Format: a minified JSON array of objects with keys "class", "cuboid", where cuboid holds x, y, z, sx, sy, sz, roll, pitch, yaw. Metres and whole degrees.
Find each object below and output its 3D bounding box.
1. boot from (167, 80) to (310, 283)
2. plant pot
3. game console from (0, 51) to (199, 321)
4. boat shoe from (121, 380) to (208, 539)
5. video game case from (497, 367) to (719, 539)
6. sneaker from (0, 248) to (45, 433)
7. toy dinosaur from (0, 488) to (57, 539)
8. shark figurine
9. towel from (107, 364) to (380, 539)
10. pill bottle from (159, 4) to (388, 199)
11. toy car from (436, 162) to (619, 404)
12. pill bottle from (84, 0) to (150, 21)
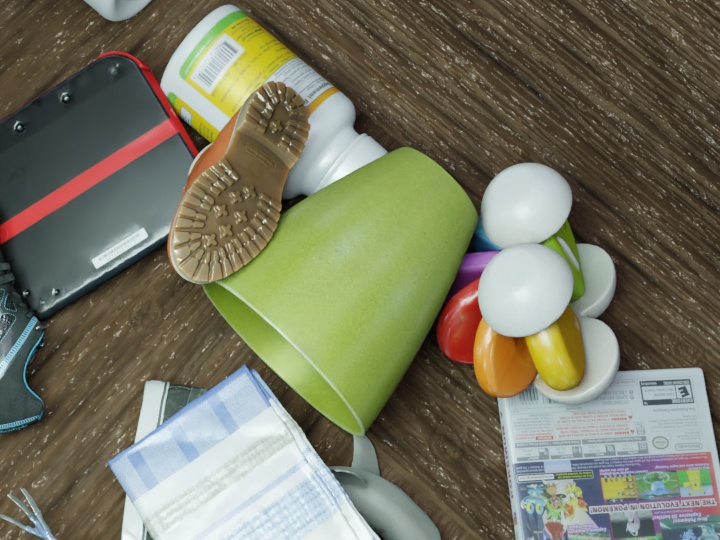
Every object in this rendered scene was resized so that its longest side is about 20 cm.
[{"class":"boot","cuboid":[-0.113,-0.056,1.078,0.075,0.107,0.201,41,48,-18]},{"class":"plant pot","cuboid":[0.000,0.000,1.106,0.187,0.187,0.200,42,77,7]},{"class":"game console","cuboid":[-0.243,-0.079,1.166,0.199,0.031,0.178,-32,82,0]},{"class":"boat shoe","cuboid":[-0.158,0.187,1.084,0.063,0.071,0.203,6,67,-4]},{"class":"video game case","cuboid":[0.227,0.181,1.185,0.197,0.023,0.185,-1,70,-12]},{"class":"sneaker","cuboid":[-0.307,0.038,1.120,0.081,0.073,0.203,-1,80,-14]},{"class":"toy dinosaur","cuboid":[-0.233,0.273,1.005,0.201,0.180,0.105,58,38,-6]},{"class":"shark figurine","cuboid":[-0.040,0.191,1.097,0.211,0.090,0.130,-7,68,-12]},{"class":"towel","cuboid":[-0.088,0.190,1.040,0.146,0.024,0.201,-34,72,-13]},{"class":"pill bottle","cuboid":[-0.075,-0.137,1.201,0.199,0.111,0.111,40,68,6]},{"class":"toy car","cuboid":[0.136,0.021,1.165,0.148,0.175,0.202,-15,48,25]},{"class":"pill bottle","cuboid":[-0.272,-0.337,1.239,0.199,0.115,0.115,39,68,6]}]
